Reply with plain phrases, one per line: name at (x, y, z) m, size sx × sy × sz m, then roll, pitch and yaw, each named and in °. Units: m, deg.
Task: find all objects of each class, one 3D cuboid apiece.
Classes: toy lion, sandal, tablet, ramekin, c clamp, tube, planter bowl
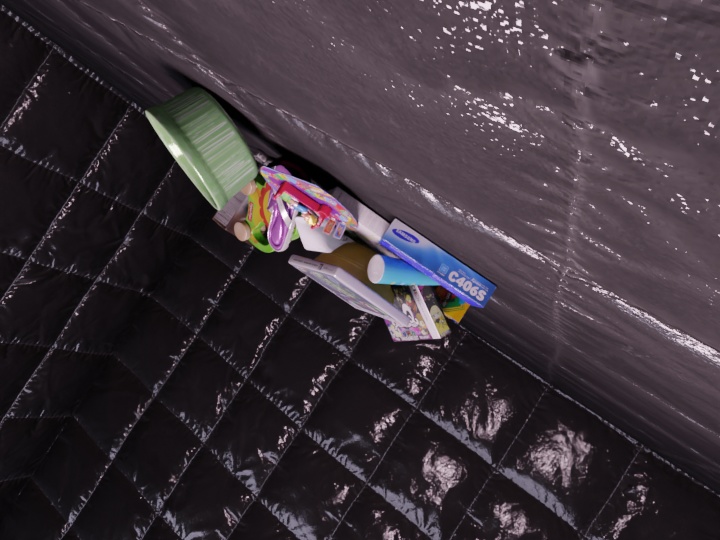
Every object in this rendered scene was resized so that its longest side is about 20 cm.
toy lion at (-0.201, -0.125, 1.229) m, size 0.191 × 0.201 × 0.068 m, roll 36°, pitch -141°, yaw 28°
sandal at (-0.127, -0.187, 1.036) m, size 0.199 × 0.045 × 0.075 m, roll 15°, pitch -163°, yaw -43°
sandal at (-0.171, -0.127, 1.134) m, size 0.082 × 0.204 × 0.050 m, roll 26°, pitch -147°, yaw 31°
tablet at (-0.037, -0.065, 1.154) m, size 0.199 × 0.014 × 0.130 m, roll 9°, pitch 152°, yaw 11°
ramekin at (-0.265, -0.213, 0.922) m, size 0.200 × 0.098 × 0.200 m, roll 48°, pitch 167°, yaw 15°
c clamp at (-0.155, -0.209, 1.226) m, size 0.200 × 0.027 × 0.171 m, roll 37°, pitch 173°, yaw -31°
tube at (0.107, 0.007, 0.993) m, size 0.199 × 0.051 × 0.077 m, roll 7°, pitch -173°, yaw -33°
planter bowl at (0.000, 0.000, 1.087) m, size 0.200 × 0.084 × 0.200 m, roll 29°, pitch 169°, yaw 6°

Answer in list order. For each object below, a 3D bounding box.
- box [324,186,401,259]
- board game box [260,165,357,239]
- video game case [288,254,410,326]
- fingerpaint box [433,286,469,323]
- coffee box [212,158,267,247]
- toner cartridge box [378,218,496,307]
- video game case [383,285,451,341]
box at (0.004, -0.081, 1.014) m, size 0.199 × 0.036 × 0.144 m, roll 35°, pitch 169°, yaw -18°
board game box at (-0.101, -0.111, 0.948) m, size 0.199 × 0.039 × 0.158 m, roll 24°, pitch 167°, yaw 28°
video game case at (-0.023, 0.038, 1.034) m, size 0.200 × 0.023 × 0.181 m, roll 37°, pitch 167°, yaw -33°
fingerpaint box at (0.137, 0.023, 1.237) m, size 0.200 × 0.074 × 0.167 m, roll 33°, pitch 178°, yaw 45°
coffee box at (-0.279, -0.179, 1.411) m, size 0.080 × 0.201 × 0.113 m, roll 33°, pitch 179°, yaw 40°
toner cartridge box at (0.126, -0.011, 0.906) m, size 0.199 × 0.043 × 0.095 m, roll 34°, pitch 177°, yaw -1°
video game case at (0.092, 0.061, 1.142) m, size 0.200 × 0.036 × 0.182 m, roll -18°, pitch 96°, yaw 64°
